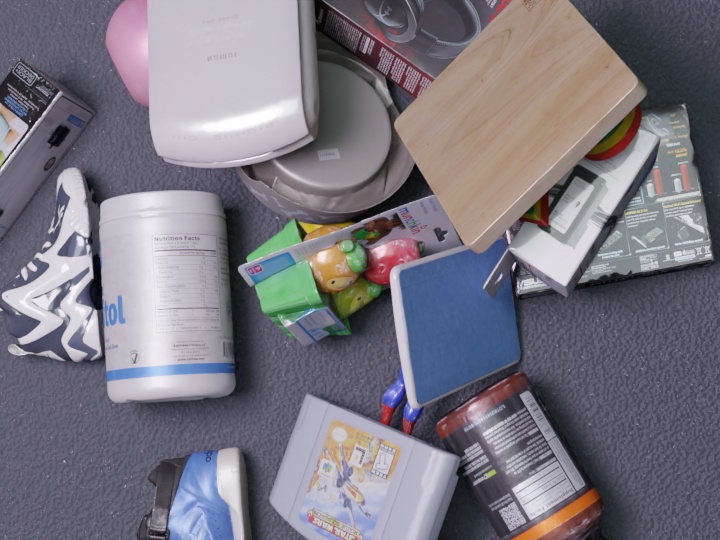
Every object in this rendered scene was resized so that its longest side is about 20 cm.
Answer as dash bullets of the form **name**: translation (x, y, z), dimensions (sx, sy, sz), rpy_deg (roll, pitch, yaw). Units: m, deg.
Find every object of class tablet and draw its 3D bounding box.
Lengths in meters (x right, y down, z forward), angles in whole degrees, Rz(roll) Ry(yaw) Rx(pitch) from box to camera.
- **tablet**: translation (0.093, 0.045, 1.328), dimensions (0.014, 0.199, 0.132), rpy_deg (-4, 97, 37)

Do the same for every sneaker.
- **sneaker**: translation (-0.166, 0.284, 1.407), dimensions (0.110, 0.077, 0.203), rpy_deg (-7, 79, 3)
- **sneaker**: translation (-0.335, -0.002, 1.462), dimensions (0.128, 0.079, 0.202), rpy_deg (-5, 94, 0)

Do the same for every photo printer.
- **photo printer**: translation (-0.121, -0.197, 1.319), dimensions (0.164, 0.069, 0.203), rpy_deg (-6, 75, 13)

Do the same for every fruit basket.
- **fruit basket**: translation (0.000, 0.000, 1.356), dimensions (0.198, 0.185, 0.095), rpy_deg (-15, 69, 8)

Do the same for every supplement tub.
- **supplement tub**: translation (-0.194, 0.029, 1.411), dimensions (0.130, 0.132, 0.203), rpy_deg (-6, 83, 9)
- **supplement tub**: translation (0.163, 0.207, 1.349), dimensions (0.106, 0.107, 0.201), rpy_deg (-31, 81, 5)

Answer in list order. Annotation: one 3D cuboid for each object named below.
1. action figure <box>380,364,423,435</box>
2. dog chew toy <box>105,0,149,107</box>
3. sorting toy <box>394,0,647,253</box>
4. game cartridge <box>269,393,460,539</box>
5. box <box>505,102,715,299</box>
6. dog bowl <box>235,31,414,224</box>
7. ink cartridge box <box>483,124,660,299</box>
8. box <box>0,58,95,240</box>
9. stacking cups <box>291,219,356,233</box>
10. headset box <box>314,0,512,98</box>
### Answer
- **action figure**: translation (0.061, 0.083, 1.373), dimensions (0.065, 0.051, 0.202), rpy_deg (35, 120, 49)
- **dog chew toy**: translation (-0.159, -0.249, 1.441), dimensions (0.198, 0.125, 0.125), rpy_deg (-27, 81, -3)
- **sorting toy**: translation (0.150, -0.132, 1.261), dimensions (0.200, 0.069, 0.200), rpy_deg (-44, 41, 15)
- **game cartridge**: translation (-0.002, 0.211, 1.364), dimensions (0.199, 0.041, 0.134), rpy_deg (17, 83, 41)
- **box**: translation (0.238, -0.067, 1.390), dimensions (0.198, 0.050, 0.160), rpy_deg (-11, 83, 8)
- **dog bowl**: translation (-0.042, -0.136, 1.398), dimensions (0.198, 0.059, 0.202), rpy_deg (6, 65, -13)
- **ink cartridge box**: translation (0.198, -0.046, 1.309), dimensions (0.068, 0.116, 0.201), rpy_deg (33, 91, 12)
- **box**: translation (-0.373, -0.113, 1.462), dimensions (0.060, 0.117, 0.201), rpy_deg (38, 90, 8)
- **stacking cups**: translation (-0.076, -0.116, 1.439), dimensions (0.060, 0.060, 0.201), rpy_deg (-30, 81, 5)
- **headset box**: translation (0.070, -0.259, 1.394), dimensions (0.199, 0.077, 0.149), rpy_deg (35, 77, 2)
